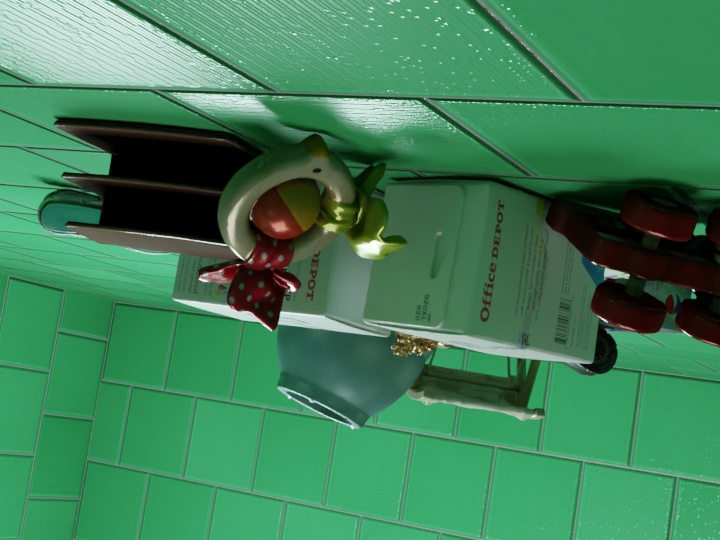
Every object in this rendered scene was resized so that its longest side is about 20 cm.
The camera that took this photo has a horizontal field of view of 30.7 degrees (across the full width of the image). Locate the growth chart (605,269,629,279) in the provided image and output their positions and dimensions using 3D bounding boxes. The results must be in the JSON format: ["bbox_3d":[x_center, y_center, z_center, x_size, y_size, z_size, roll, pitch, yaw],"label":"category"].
[{"bbox_3d":[0.291,-0.005,1.591,0.143,0.018,0.200,11,174,-16],"label":"growth chart"}]

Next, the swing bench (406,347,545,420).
[{"bbox_3d":[0.174,0.112,1.965,0.197,0.203,0.130,11,173,-19],"label":"swing bench"}]

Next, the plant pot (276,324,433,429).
[{"bbox_3d":[-0.024,0.112,1.623,0.199,0.135,0.200,26,168,6],"label":"plant pot"}]

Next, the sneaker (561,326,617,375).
[{"bbox_3d":[0.245,0.071,1.732,0.200,0.076,0.091,45,163,7],"label":"sneaker"}]

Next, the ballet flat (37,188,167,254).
[{"bbox_3d":[-0.333,-0.072,1.764,0.198,0.073,0.072,11,173,-16],"label":"ballet flat"}]

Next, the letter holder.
[{"bbox_3d":[-0.197,-0.079,1.285,0.198,0.102,0.142,7,171,20],"label":"letter holder"}]

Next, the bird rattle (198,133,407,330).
[{"bbox_3d":[-0.067,-0.049,1.191,0.198,0.113,0.164,-22,139,8],"label":"bird rattle"}]

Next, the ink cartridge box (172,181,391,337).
[{"bbox_3d":[-0.072,-0.019,1.413,0.198,0.149,0.146,5,172,30],"label":"ink cartridge box"}]

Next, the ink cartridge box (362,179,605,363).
[{"bbox_3d":[0.128,0.003,1.306,0.199,0.149,0.144,15,171,-43],"label":"ink cartridge box"}]

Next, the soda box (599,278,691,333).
[{"bbox_3d":[0.344,0.044,1.714,0.063,0.069,0.200,12,174,-25],"label":"soda box"}]

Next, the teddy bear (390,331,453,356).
[{"bbox_3d":[0.098,0.029,1.476,0.067,0.144,0.200,51,-164,-11],"label":"teddy bear"}]

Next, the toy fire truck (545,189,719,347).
[{"bbox_3d":[0.281,-0.017,1.198,0.198,0.113,0.168,11,-162,-12],"label":"toy fire truck"}]
